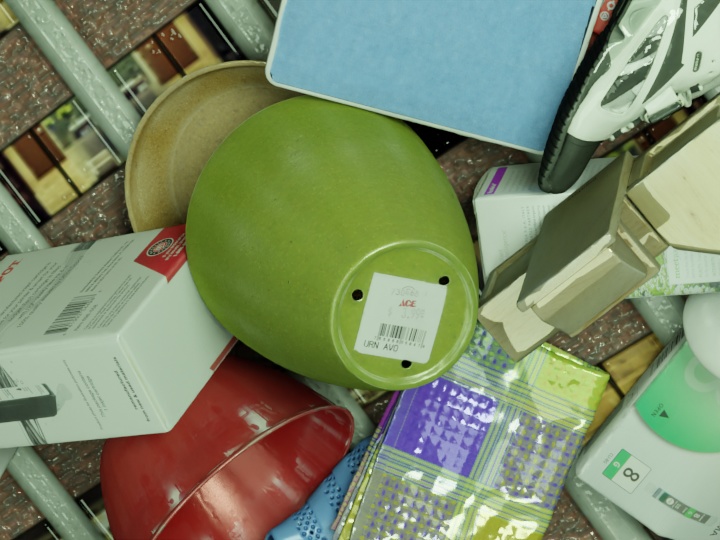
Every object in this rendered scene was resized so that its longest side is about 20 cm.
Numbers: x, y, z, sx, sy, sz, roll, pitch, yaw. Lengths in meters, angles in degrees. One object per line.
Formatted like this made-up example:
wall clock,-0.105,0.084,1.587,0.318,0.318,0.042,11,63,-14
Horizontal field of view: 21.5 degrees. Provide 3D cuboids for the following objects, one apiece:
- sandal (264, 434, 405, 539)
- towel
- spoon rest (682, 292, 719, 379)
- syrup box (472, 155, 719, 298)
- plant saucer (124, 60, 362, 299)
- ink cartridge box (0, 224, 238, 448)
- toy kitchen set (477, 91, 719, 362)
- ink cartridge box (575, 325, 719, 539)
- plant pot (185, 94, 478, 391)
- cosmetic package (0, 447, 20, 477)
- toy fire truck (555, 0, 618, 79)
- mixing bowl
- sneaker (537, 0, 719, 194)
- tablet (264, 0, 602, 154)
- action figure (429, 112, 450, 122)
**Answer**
sandal,-0.033,0.205,1.391,0.087,0.080,0.201,22,107,-40
towel,0.079,0.137,1.347,0.143,0.023,0.201,25,92,-3
spoon rest,0.313,0.045,1.264,0.198,0.100,0.061,3,140,-2
syrup box,0.179,-0.030,1.267,0.198,0.081,0.079,-4,108,15
plant saucer,-0.068,-0.056,1.341,0.198,0.035,0.202,5,113,11
ink cartridge box,-0.195,0.047,1.325,0.199,0.145,0.084,-8,120,32
toy kitchen set,0.194,0.031,1.153,0.200,0.163,0.181,-38,97,22
ink cartridge box,0.276,0.136,1.329,0.199,0.050,0.161,36,115,0
plant pot,0.000,0.000,1.201,0.186,0.200,0.189,-5,108,-16
cosmetic package,-0.322,0.063,1.378,0.074,0.102,0.201,-4,130,29
toy fire truck,0.222,-0.183,1.214,0.140,0.049,0.201,31,115,-1
mixing bowl,-0.113,0.134,1.362,0.108,0.200,0.201,46,117,23
sneaker,0.183,-0.121,1.178,0.088,0.074,0.201,29,111,-5
tablet,0.046,-0.155,1.217,0.198,0.014,0.131,14,118,-3
action figure,0.071,-0.203,1.232,0.098,0.065,0.201,24,115,-7
